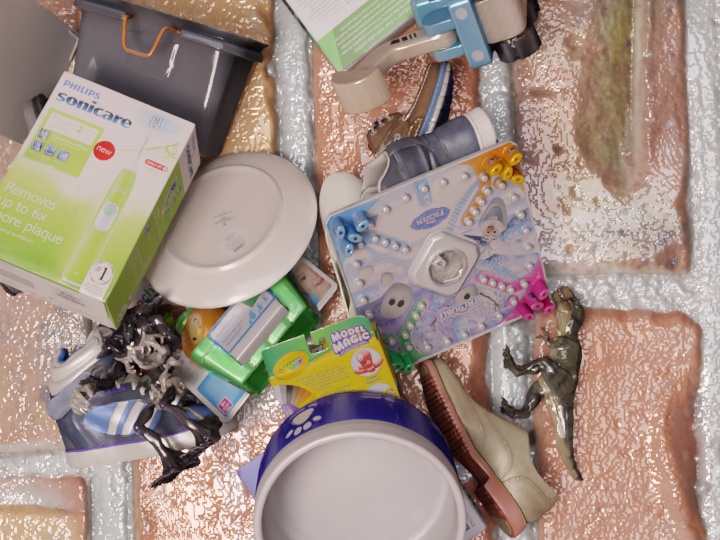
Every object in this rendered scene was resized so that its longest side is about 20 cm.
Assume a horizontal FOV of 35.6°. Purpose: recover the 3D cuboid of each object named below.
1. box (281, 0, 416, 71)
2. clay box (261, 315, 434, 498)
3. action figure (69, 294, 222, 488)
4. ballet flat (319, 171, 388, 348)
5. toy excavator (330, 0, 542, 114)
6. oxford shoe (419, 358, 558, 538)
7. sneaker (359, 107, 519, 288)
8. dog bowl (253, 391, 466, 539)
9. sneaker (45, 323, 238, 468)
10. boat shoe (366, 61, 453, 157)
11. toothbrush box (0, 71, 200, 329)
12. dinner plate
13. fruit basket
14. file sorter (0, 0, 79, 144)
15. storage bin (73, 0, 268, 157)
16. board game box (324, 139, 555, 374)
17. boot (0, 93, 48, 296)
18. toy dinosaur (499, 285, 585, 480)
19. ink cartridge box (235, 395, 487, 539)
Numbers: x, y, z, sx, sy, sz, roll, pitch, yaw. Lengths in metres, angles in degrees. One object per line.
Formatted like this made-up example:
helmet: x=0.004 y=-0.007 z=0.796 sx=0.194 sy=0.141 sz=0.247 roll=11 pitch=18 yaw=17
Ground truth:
box: x=-0.023 y=-0.330 z=1.220 sx=0.144 sy=0.036 sz=0.201 roll=-37 pitch=82 yaw=3
clay box: x=-0.012 y=0.139 z=1.096 sx=0.113 sy=0.048 sz=0.202 roll=-19 pitch=110 yaw=5
action figure: x=-0.218 y=0.104 z=1.107 sx=0.119 sy=0.102 sz=0.201 roll=-40 pitch=76 yaw=24
ballet flat: x=0.000 y=0.000 z=1.147 sx=0.068 sy=0.069 sz=0.203 roll=-13 pitch=100 yaw=5
toy excavator: x=0.076 y=-0.242 z=1.145 sx=0.198 sy=0.196 sz=0.101 roll=-15 pitch=125 yaw=21
oxford shoe: x=0.129 y=0.171 z=1.163 sx=0.073 sy=0.071 sz=0.202 roll=-29 pitch=86 yaw=-14
sneaker: x=0.077 y=-0.047 z=1.128 sx=0.145 sy=0.077 sz=0.205 roll=-22 pitch=117 yaw=-11
dog bowl: x=-0.002 y=0.219 z=1.059 sx=0.197 sy=0.079 sz=0.203 roll=-1 pitch=113 yaw=-2
sneaker: x=-0.237 y=0.121 z=1.190 sx=0.197 sy=0.081 sz=0.149 roll=-12 pitch=89 yaw=11
boat shoe: x=0.042 y=-0.130 z=1.181 sx=0.071 sy=0.072 sz=0.203 roll=19 pitch=86 yaw=12
toothbrush box: x=-0.263 y=-0.068 z=1.092 sx=0.144 sy=0.086 sz=0.202 roll=22 pitch=68 yaw=4
dinner plate: x=-0.142 y=-0.051 z=1.169 sx=0.197 sy=0.024 sz=0.202 roll=-9 pitch=55 yaw=12
fruit basket: x=-0.152 y=0.026 z=1.180 sx=0.199 sy=0.094 sz=0.186 roll=40 pitch=85 yaw=14
file sorter: x=-0.407 y=-0.230 z=1.172 sx=0.123 sy=0.200 sz=0.140 roll=22 pitch=89 yaw=9
storage bin: x=-0.215 y=-0.205 z=1.188 sx=0.197 sy=0.146 sz=0.136 roll=17 pitch=98 yaw=7
board game box: x=0.084 y=-0.003 z=1.095 sx=0.198 sy=0.026 sz=0.202 roll=-23 pitch=123 yaw=-6
boot: x=-0.361 y=-0.077 z=1.200 sx=0.130 sy=0.070 sz=0.203 roll=-14 pitch=102 yaw=4
toy dinosaur: x=0.190 y=0.118 z=1.164 sx=0.087 sy=0.047 sz=0.203 roll=1 pitch=90 yaw=-1
ink cartridge box: x=-0.001 y=0.238 z=1.173 sx=0.199 sy=0.043 sz=0.197 roll=-35 pitch=88 yaw=2
